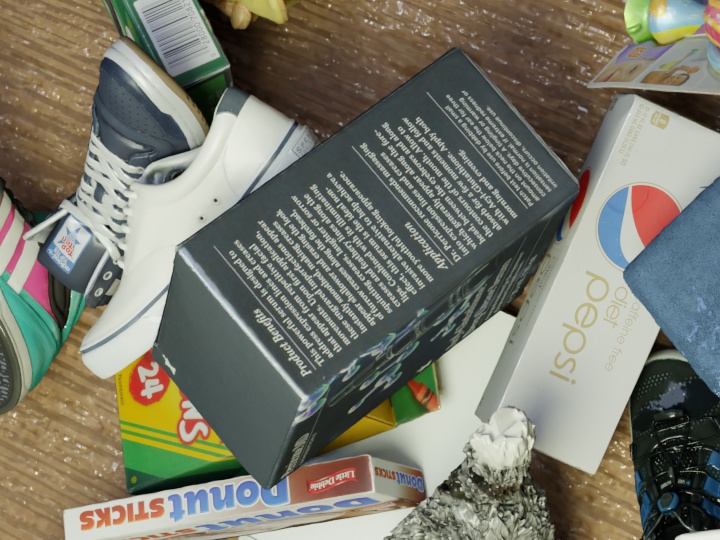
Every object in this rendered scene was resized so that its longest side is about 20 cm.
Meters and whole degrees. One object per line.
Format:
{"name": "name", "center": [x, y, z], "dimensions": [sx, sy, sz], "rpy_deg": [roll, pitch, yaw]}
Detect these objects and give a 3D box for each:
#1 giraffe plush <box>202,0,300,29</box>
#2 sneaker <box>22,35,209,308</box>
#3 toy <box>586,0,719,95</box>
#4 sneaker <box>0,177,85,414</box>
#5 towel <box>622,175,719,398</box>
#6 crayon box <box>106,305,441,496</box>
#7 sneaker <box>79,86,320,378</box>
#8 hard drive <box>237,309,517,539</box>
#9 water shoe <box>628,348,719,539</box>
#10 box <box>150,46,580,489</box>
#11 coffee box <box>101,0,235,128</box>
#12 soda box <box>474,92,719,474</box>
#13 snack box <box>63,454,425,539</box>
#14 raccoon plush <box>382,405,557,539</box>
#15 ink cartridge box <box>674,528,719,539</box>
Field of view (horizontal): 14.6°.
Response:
{"name": "giraffe plush", "center": [-0.052, -0.229, 1.653], "dimensions": [0.198, 0.173, 0.164], "rpy_deg": [-6, 100, 14]}
{"name": "sneaker", "center": [-0.143, -0.050, 1.606], "dimensions": [0.108, 0.200, 0.070], "rpy_deg": [-41, 70, -13]}
{"name": "toy", "center": [0.211, -0.140, 1.485], "dimensions": [0.115, 0.047, 0.199], "rpy_deg": [-43, 25, -24]}
{"name": "sneaker", "center": [-0.221, -0.026, 1.701], "dimensions": [0.083, 0.121, 0.201], "rpy_deg": [-6, 108, 24]}
{"name": "towel", "center": [0.241, -0.023, 1.447], "dimensions": [0.200, 0.048, 0.112], "rpy_deg": [-41, 65, 14]}
{"name": "crayon box", "center": [-0.053, 0.047, 1.626], "dimensions": [0.199, 0.051, 0.128], "rpy_deg": [-22, 65, 29]}
{"name": "sneaker", "center": [-0.103, -0.024, 1.558], "dimensions": [0.071, 0.073, 0.200], "rpy_deg": [40, 115, -4]}
{"name": "hard drive", "center": [0.019, 0.104, 1.619], "dimensions": [0.131, 0.027, 0.201], "rpy_deg": [24, 92, 27]}
{"name": "water shoe", "center": [0.183, 0.135, 1.506], "dimensions": [0.071, 0.079, 0.201], "rpy_deg": [-19, 73, 21]}
{"name": "box", "center": [0.000, 0.000, 1.504], "dimensions": [0.200, 0.149, 0.107], "rpy_deg": [-36, 78, -21]}
{"name": "coffee box", "center": [-0.130, -0.169, 1.682], "dimensions": [0.044, 0.123, 0.201], "rpy_deg": [-25, 68, -7]}
{"name": "soda box", "center": [0.135, 0.006, 1.546], "dimensions": [0.068, 0.064, 0.201], "rpy_deg": [24, 91, -7]}
{"name": "snack box", "center": [-0.067, 0.135, 1.599], "dimensions": [0.199, 0.072, 0.025], "rpy_deg": [-12, 74, 24]}
{"name": "raccoon plush", "center": [0.083, 0.169, 1.492], "dimensions": [0.097, 0.200, 0.134], "rpy_deg": [-36, 76, -11]}
{"name": "ink cartridge box", "center": [0.257, 0.170, 1.397], "dimensions": [0.145, 0.200, 0.085], "rpy_deg": [-9, 77, 23]}
